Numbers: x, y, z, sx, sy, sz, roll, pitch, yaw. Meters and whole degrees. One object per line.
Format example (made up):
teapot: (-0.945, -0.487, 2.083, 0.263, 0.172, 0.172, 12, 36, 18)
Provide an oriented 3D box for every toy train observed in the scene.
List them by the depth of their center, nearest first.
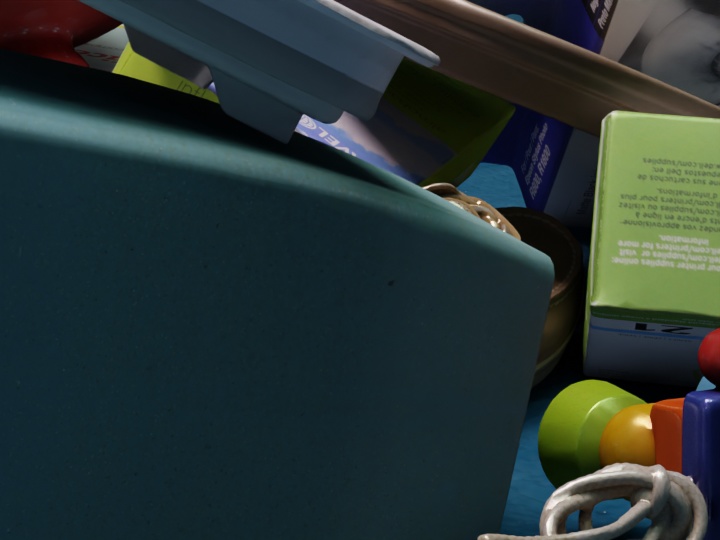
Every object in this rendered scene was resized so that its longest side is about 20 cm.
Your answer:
toy train: (0.090, 0.056, 0.777, 0.199, 0.085, 0.116, -4, 6, -30)

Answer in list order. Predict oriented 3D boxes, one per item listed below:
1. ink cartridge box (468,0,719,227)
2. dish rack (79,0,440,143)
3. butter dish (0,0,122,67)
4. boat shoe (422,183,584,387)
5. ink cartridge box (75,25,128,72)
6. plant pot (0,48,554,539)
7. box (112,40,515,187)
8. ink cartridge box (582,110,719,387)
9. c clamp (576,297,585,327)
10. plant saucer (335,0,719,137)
ink cartridge box: (0.136, -0.081, 1.163, 0.199, 0.041, 0.200, 3, -30, -5)
dish rack: (-0.087, -0.095, 0.756, 0.199, 0.044, 0.172, 26, 5, -21)
butter dish: (-0.142, -0.135, 1.043, 0.199, 0.149, 0.200, -5, -14, -38)
boat shoe: (0.034, 0.006, 0.935, 0.071, 0.065, 0.200, 31, 27, 17)
ink cartridge box: (-0.096, -0.069, 1.199, 0.147, 0.086, 0.200, 11, 14, 22)
plant pot: (-0.055, 0.019, 0.758, 0.199, 0.142, 0.141, 6, 12, -25)
box: (-0.020, -0.064, 1.053, 0.122, 0.048, 0.200, 36, 22, 6)
ink cartridge box: (0.159, 0.013, 0.992, 0.147, 0.076, 0.200, 5, -17, 5)
c clamp: (0.000, 0.000, 1.046, 0.170, 0.027, 0.200, 23, 21, 16)
plant saucer: (0.062, -0.079, 1.024, 0.199, 0.030, 0.200, 21, 5, -2)
